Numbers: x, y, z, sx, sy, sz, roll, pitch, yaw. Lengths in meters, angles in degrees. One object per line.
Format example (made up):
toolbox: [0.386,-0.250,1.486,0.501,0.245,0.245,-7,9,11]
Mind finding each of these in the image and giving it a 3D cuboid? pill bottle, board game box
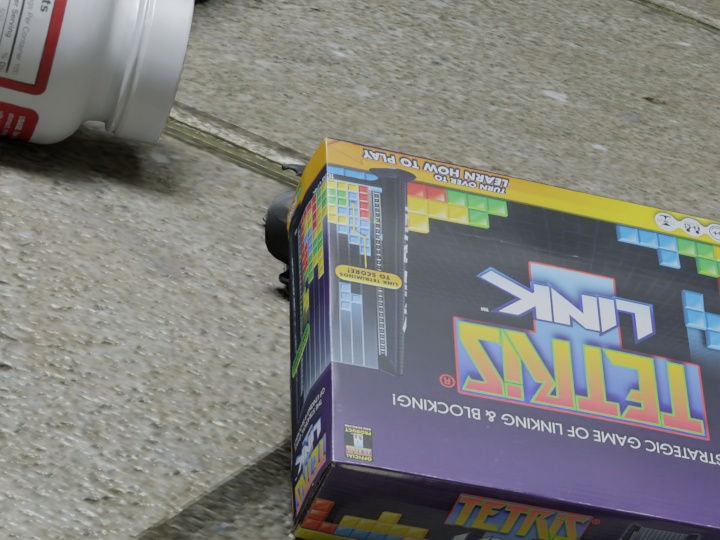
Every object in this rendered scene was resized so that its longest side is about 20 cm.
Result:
pill bottle: [-0.187,-0.125,1.363,0.199,0.113,0.112,13,20,-12]
board game box: [0.072,0.042,1.114,0.199,0.057,0.166,11,47,-16]

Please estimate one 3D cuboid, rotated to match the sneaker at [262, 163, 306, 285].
sneaker: [0.001,-0.003,1.277,0.104,0.060,0.200,15,16,-1]
